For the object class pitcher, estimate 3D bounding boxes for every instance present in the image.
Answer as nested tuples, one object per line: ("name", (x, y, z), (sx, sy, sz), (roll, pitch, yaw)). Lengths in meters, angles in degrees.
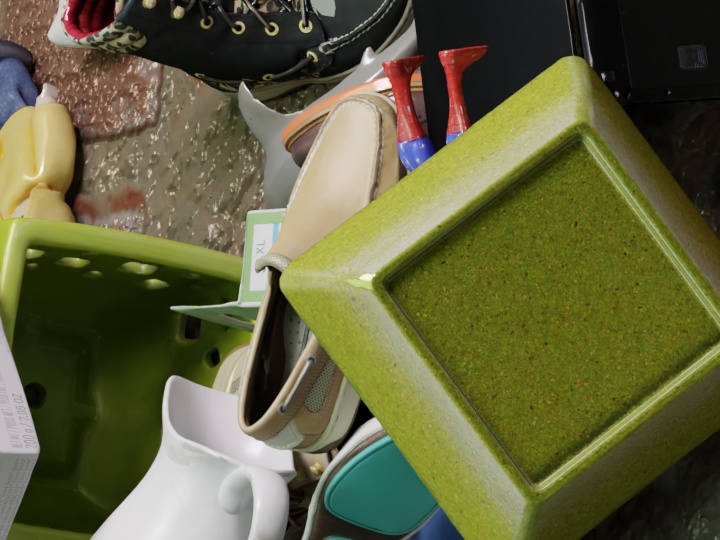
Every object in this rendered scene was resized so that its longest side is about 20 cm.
("pitcher", (-0.098, 0.181, 1.582), (0.172, 0.121, 0.201), (-129, 60, -70))

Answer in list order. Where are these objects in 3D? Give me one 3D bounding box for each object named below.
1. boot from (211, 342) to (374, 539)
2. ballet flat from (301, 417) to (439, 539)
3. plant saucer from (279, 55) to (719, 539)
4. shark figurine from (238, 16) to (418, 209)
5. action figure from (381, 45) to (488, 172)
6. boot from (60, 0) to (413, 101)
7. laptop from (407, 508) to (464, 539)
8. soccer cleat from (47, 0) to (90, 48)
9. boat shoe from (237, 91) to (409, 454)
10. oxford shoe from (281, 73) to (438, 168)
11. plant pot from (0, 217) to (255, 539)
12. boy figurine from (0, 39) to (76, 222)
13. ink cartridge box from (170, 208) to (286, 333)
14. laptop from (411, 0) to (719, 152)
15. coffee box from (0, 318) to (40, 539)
("boot", (-0.041, 0.139, 1.677), (0.155, 0.073, 0.201), (-6, 69, 57))
("ballet flat", (0.002, 0.129, 1.572), (0.200, 0.069, 0.070), (-62, 39, 38))
("plant saucer", (0.095, 0.022, 1.413), (0.200, 0.200, 0.048), (-37, 0, -10))
("shark figurine", (-0.024, -0.099, 1.681), (0.089, 0.128, 0.215), (39, 123, 3))
("action figure", (0.072, -0.018, 1.494), (0.065, 0.099, 0.201), (-6, 94, 39))
("boot", (-0.073, -0.163, 1.748), (0.203, 0.153, 0.074), (-19, 65, 46))
("laptop", (0.039, 0.148, 1.558), (0.116, 0.200, 0.188), (30, 105, 15))
("soccer cleat", (-0.188, -0.252, 1.985), (0.085, 0.068, 0.201), (-12, 75, 44))
("boat shoe", (-0.022, -0.002, 1.523), (0.071, 0.076, 0.201), (8, 86, 39))
("oxford shoe", (0.050, -0.070, 1.589), (0.199, 0.071, 0.073), (-8, 75, 20))
("plant pot", (-0.185, 0.082, 1.785), (0.181, 0.199, 0.200), (-6, 75, 57))
("boy figurine", (-0.248, -0.070, 2.004), (0.124, 0.064, 0.201), (-46, 44, 28))
("ink cartridge box", (0.000, 0.000, 1.621), (0.199, 0.104, 0.060), (-4, 78, 37))
("laptop", (0.133, -0.148, 1.535), (0.103, 0.199, 0.178), (98, 167, -66))
("coffee box", (-0.323, 0.103, 1.623), (0.201, 0.197, 0.200), (-64, 33, 32))
